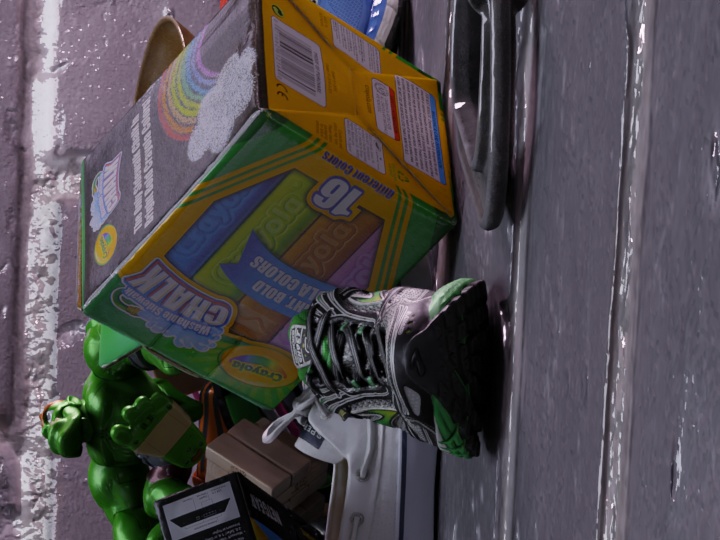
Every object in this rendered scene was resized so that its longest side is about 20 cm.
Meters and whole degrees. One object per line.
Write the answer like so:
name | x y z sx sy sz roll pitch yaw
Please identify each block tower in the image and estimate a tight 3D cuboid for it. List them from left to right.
block tower | -0.061 0.181 1.717 0.054 0.058 0.201 -35 -36 -39

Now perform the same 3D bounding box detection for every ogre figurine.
ogre figurine | -0.134 0.106 1.733 0.120 0.098 0.201 41 155 53

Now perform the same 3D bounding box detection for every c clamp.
c clamp | 0.049 -0.115 1.213 0.200 0.027 0.172 -98 11 -65

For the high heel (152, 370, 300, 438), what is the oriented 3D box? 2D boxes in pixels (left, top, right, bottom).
high heel | -0.080 0.072 1.890 0.200 0.067 0.096 58 -155 -47

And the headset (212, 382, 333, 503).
headset | -0.032 0.040 1.700 0.123 0.094 0.201 17 125 40

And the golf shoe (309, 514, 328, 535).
golf shoe | -0.046 0.243 1.658 0.078 0.094 0.201 16 100 55

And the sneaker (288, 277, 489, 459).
sneaker | 0.012 0.044 1.265 0.200 0.085 0.078 151 121 -83

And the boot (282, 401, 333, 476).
boot | -0.039 0.103 2.003 0.132 0.069 0.201 -88 10 -66

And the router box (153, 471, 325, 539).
router box | -0.040 0.197 1.470 0.200 0.051 0.150 49 -158 -72

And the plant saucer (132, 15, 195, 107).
plant saucer | -0.112 -0.058 1.771 0.200 0.035 0.201 -177 90 -74

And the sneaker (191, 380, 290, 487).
sneaker | -0.091 0.169 1.795 0.077 0.112 0.201 18 128 48

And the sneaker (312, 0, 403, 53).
sneaker | -0.021 -0.161 1.665 0.079 0.089 0.201 95 174 -45

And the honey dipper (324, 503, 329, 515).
honey dipper | -0.053 0.104 1.831 0.038 0.038 0.201 -103 -7 -70

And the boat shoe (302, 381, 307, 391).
boat shoe | 0.000 0.000 1.550 0.093 0.074 0.201 -118 22 -67

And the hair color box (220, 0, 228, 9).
hair color box | -0.039 -0.082 1.782 0.061 0.101 0.201 127 143 -78

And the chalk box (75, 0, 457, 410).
chalk box | -0.062 -0.024 1.425 0.200 0.124 0.125 -45 30 30

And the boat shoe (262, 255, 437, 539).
boat shoe | -0.006 0.080 1.441 0.075 0.086 0.203 -145 57 -84
